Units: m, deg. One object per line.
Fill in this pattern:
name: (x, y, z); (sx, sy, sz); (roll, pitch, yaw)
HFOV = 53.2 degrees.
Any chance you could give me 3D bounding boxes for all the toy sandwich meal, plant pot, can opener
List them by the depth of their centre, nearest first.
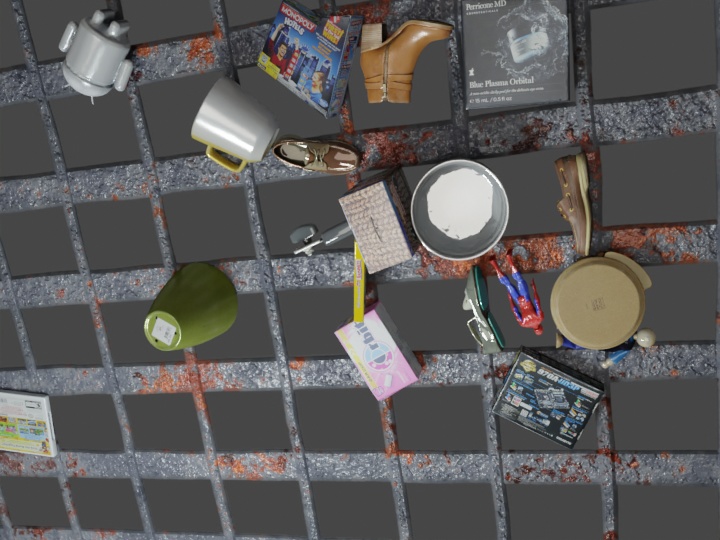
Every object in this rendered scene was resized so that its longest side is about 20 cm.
toy sandwich meal: (0.482, 0.057, 1.455); (0.201, 0.070, 0.209); (2, 99, 14)
can opener: (-0.069, -0.087, 1.584); (0.197, 0.053, 0.067); (-20, 101, 20)
plant pot: (-0.406, 0.101, 1.657); (0.183, 0.200, 0.191); (4, 108, 14)

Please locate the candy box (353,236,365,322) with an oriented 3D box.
candy box: (0.000, 0.000, 1.540); (0.026, 0.103, 0.203); (4, 123, 4)

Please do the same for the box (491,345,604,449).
box: (0.407, 0.278, 1.570); (0.197, 0.046, 0.161); (24, 112, 7)

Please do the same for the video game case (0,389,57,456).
video game case: (-0.946, 0.423, 2.004); (0.196, 0.023, 0.186); (3, 108, 13)

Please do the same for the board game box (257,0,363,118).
board game box: (-0.087, -0.453, 1.457); (0.199, 0.062, 0.201); (39, 120, 11)

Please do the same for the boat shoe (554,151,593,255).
boat shoe: (0.425, -0.130, 1.429); (0.066, 0.072, 0.204); (-5, 100, 22)

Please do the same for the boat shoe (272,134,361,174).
boat shoe: (-0.097, -0.242, 1.532); (0.196, 0.072, 0.077); (8, 109, 13)

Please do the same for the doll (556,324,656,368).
doll: (0.509, 0.136, 1.495); (0.196, 0.048, 0.139); (2, 95, 15)

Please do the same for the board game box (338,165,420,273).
board game box: (0.051, -0.109, 1.464); (0.095, 0.200, 0.162); (-19, 102, 18)

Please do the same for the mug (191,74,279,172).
mug: (-0.259, -0.306, 1.543); (0.152, 0.187, 0.151); (30, 80, -5)

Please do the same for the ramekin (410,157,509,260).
ramekin: (0.203, -0.131, 1.460); (0.196, 0.105, 0.204); (3, 106, 9)

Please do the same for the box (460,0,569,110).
box: (0.292, -0.414, 1.349); (0.193, 0.117, 0.204); (-1, 106, 16)

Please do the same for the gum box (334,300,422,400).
gum box: (0.045, 0.186, 1.630); (0.112, 0.066, 0.202); (-30, 97, 21)

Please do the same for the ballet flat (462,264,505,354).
ballet flat: (0.253, 0.089, 1.545); (0.063, 0.067, 0.203); (-16, 102, 26)

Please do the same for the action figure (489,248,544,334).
action figure: (0.340, 0.050, 1.517); (0.065, 0.052, 0.202); (-21, 105, 26)

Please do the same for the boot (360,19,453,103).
boot: (0.094, -0.413, 1.429); (0.197, 0.073, 0.158); (4, 107, 27)

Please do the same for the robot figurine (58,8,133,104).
robot figurine: (-0.577, -0.468, 1.572); (0.169, 0.113, 0.201); (36, 112, -2)
